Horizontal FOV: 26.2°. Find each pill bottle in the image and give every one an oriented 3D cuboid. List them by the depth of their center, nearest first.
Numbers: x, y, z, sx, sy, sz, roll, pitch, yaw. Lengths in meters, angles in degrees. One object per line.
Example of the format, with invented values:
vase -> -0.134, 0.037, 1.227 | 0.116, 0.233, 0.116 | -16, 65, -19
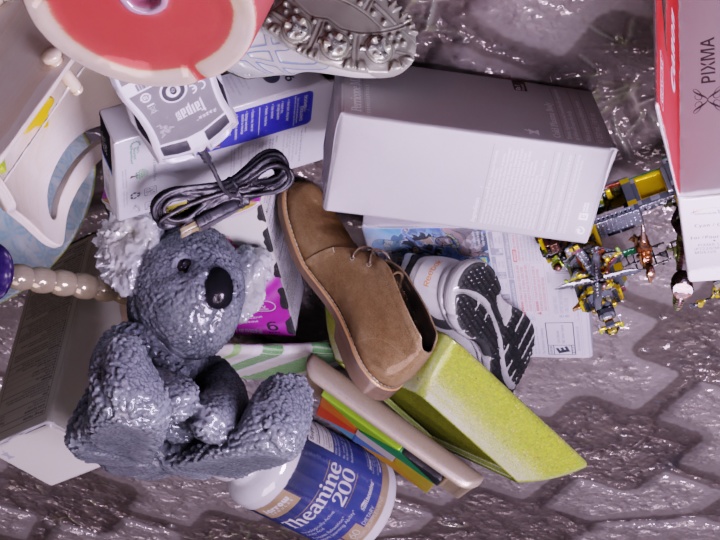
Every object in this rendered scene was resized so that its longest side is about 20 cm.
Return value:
pill bottle -> -0.069, 0.208, 1.598 | 0.200, 0.111, 0.111 | 31, 139, -29

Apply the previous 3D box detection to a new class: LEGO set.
LEGO set -> 0.244, -0.004, 1.188 | 0.199, 0.116, 0.154 | -14, 144, 2

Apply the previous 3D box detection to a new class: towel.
towel -> -0.102, 0.079, 1.414 | 0.199, 0.024, 0.152 | 2, 167, -32

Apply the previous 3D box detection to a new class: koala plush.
koala plush -> -0.143, 0.052, 1.205 | 0.177, 0.201, 0.184 | 15, 156, -27

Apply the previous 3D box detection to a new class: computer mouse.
computer mouse -> -0.124, -0.114, 1.090 | 0.109, 0.044, 0.200 | -26, 134, -5

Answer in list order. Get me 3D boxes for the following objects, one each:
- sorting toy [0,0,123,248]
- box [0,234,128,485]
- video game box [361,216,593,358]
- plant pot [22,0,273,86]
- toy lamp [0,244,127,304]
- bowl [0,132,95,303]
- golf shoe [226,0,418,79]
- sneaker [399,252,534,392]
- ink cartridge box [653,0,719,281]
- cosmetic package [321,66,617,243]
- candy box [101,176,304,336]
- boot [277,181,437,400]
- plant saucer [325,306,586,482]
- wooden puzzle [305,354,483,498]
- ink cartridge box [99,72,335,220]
sorting toy -> -0.227, -0.112, 1.136 | 0.106, 0.200, 0.180 | 17, 152, 25
box -> -0.256, 0.079, 1.376 | 0.095, 0.201, 0.078 | -22, 135, 36
video game box -> 0.106, 0.006, 1.336 | 0.181, 0.047, 0.200 | -1, 144, 10
plant pot -> -0.119, -0.224, 0.942 | 0.199, 0.178, 0.201 | 5, 144, 4
toy lamp -> -0.213, 0.013, 1.261 | 0.199, 0.058, 0.058 | 11, 149, -35
bowl -> -0.324, -0.072, 1.238 | 0.108, 0.200, 0.200 | 40, 159, 31
golf shoe -> -0.057, -0.172, 1.107 | 0.199, 0.079, 0.097 | 16, 156, 2
sneaker -> 0.089, 0.044, 1.310 | 0.080, 0.074, 0.200 | 16, 154, 32
ink cartridge box -> 0.221, -0.123, 0.994 | 0.045, 0.201, 0.176 | -4, 143, 16
cosmetic package -> 0.073, -0.089, 1.129 | 0.199, 0.107, 0.090 | 9, 120, -9
candy box -> -0.131, -0.021, 1.331 | 0.136, 0.061, 0.200 | 1, 144, 9
boot -> 0.000, 0.000, 1.249 | 0.073, 0.200, 0.075 | 0, 145, -50
plant saucer -> 0.069, 0.110, 1.330 | 0.200, 0.048, 0.199 | 42, 167, -31
wooden puzzle -> 0.022, 0.152, 1.419 | 0.185, 0.037, 0.200 | 35, 172, 5
ink cartridge box -> -0.099, -0.106, 1.179 | 0.199, 0.039, 0.100 | -17, 149, -18
